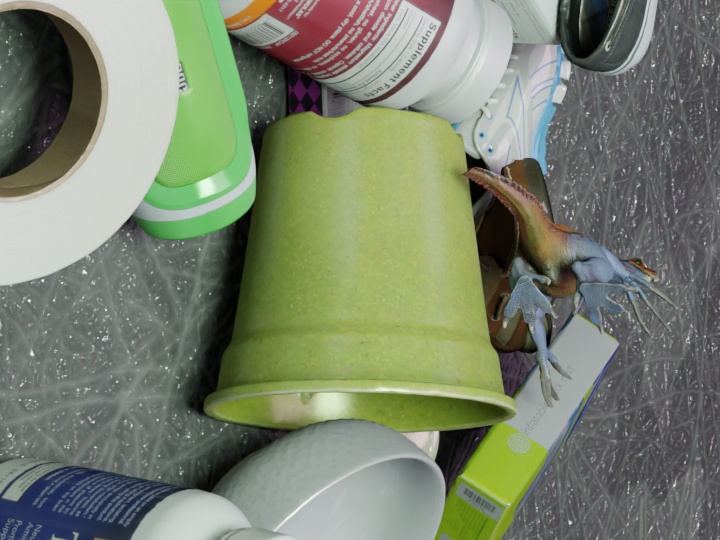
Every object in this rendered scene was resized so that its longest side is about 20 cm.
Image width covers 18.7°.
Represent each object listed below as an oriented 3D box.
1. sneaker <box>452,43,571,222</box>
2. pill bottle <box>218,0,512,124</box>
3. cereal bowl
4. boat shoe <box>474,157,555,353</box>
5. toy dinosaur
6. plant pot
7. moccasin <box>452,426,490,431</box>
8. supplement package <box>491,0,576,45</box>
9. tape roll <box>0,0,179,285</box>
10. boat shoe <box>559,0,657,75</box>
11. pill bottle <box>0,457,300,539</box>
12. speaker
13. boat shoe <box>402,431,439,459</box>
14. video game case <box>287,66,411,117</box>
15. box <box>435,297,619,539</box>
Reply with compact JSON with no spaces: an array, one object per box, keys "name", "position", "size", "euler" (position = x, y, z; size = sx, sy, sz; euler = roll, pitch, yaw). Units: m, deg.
[{"name":"sneaker","position":[0.097,-0.116,1.593],"size":[0.086,0.075,0.202],"euler":[4,92,-49]},{"name":"pill bottle","position":[-0.005,-0.169,1.353],"size":[0.199,0.113,0.114],"euler":[26,74,-35]},{"name":"cereal bowl","position":[-0.044,0.172,1.398],"size":[0.199,0.083,0.201],"euler":[-31,144,-26]},{"name":"boat shoe","position":[0.101,0.000,1.568],"size":[0.201,0.073,0.076],"euler":[88,-7,-53]},{"name":"toy dinosaur","position":[0.147,-0.009,1.441],"size":[0.182,0.104,0.201],"euler":[-69,143,-70]},{"name":"plant pot","position":[0.000,0.000,1.391],"size":[0.200,0.199,0.186],"euler":[16,71,-55]},{"name":"moccasin","position":[0.051,0.038,1.552],"size":[0.081,0.068,0.200],"euler":[-63,141,-26]},{"name":"supplement package","position":[0.090,-0.277,1.456],"size":[0.156,0.110,0.201],"euler":[50,54,-48]},{"name":"tape roll","position":[-0.188,-0.093,1.154],"size":[0.202,0.037,0.204],"euler":[-13,114,-32]},{"name":"boat shoe","position":[0.167,-0.227,1.423],"size":[0.056,0.068,0.202],"euler":[-9,106,-57]},{"name":"pill bottle","position":[-0.125,0.171,1.208],"size":[0.111,0.199,0.112],"euler":[-12,105,-54]},{"name":"speaker","position":[-0.120,-0.122,1.266],"size":[0.088,0.088,0.201],"euler":[-44,130,-42]},{"name":"boat shoe","position":[0.016,0.150,1.531],"size":[0.071,0.060,0.202],"euler":[-6,99,-14]},{"name":"video game case","position":[0.013,-0.205,1.483],"size":[0.181,0.036,0.202],"euler":[-19,111,-53]},{"name":"box","position":[0.119,0.122,1.581],"size":[0.200,0.047,0.122],"euler":[-50,168,-37]}]
